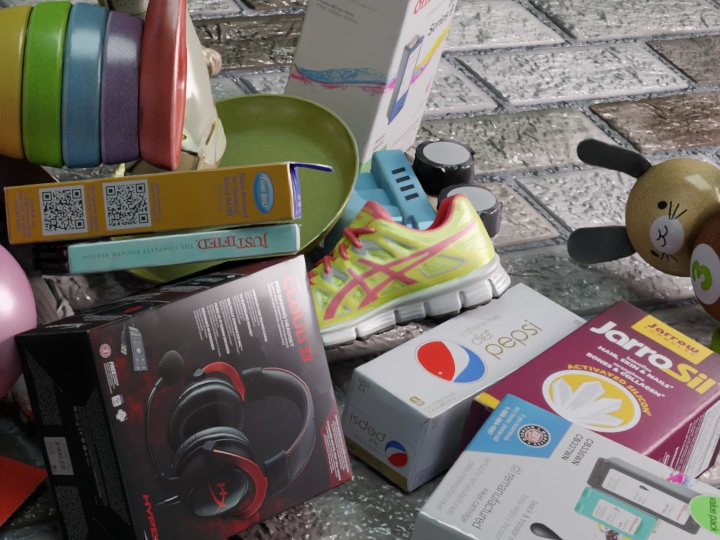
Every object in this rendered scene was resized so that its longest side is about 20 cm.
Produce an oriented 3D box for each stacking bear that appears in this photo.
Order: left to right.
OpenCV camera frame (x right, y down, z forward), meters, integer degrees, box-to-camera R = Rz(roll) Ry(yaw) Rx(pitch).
[{"bbox_3d":[-0.213,-0.123,1.358,0.199,0.122,0.114,3,57,-2],"label":"stacking bear"}]

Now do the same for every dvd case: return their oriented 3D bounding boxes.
[{"bbox_3d":[-0.131,-0.013,1.383,0.145,0.022,0.200,-6,3,-16],"label":"dvd case"}]

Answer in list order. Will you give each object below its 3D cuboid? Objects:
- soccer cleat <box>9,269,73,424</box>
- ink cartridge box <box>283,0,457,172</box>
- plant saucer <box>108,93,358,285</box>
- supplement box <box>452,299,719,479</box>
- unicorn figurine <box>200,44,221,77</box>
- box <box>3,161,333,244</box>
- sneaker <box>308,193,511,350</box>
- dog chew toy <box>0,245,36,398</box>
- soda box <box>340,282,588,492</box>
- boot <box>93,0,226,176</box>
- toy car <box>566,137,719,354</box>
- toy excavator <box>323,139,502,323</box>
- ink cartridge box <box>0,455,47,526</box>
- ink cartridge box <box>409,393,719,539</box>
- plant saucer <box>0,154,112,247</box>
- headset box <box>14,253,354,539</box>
[{"bbox_3d":[-0.202,0.048,1.368,0.200,0.086,0.068,32,36,27],"label":"soccer cleat"},{"bbox_3d":[0.007,-0.173,1.704,0.087,0.201,0.145,23,31,12],"label":"ink cartridge box"},{"bbox_3d":[-0.094,-0.051,1.561,0.199,0.031,0.201,-10,44,9],"label":"plant saucer"},{"bbox_3d":[0.160,0.108,1.431,0.110,0.086,0.200,30,34,24],"label":"supplement box"},{"bbox_3d":[-0.170,-0.140,1.672,0.137,0.074,0.200,-3,1,-31],"label":"unicorn figurine"},{"bbox_3d":[-0.116,-0.043,1.350,0.199,0.042,0.119,-3,2,1],"label":"box"},{"bbox_3d":[0.000,0.000,1.487,0.199,0.091,0.078,-17,7,-14],"label":"sneaker"},{"bbox_3d":[-0.272,-0.010,1.289,0.124,0.125,0.201,-7,60,-32],"label":"dog chew toy"},{"bbox_3d":[0.073,0.077,1.466,0.068,0.064,0.200,32,34,27],"label":"soda box"},{"bbox_3d":[-0.142,-0.124,1.480,0.072,0.155,0.200,-9,24,7],"label":"boot"},{"bbox_3d":[0.251,-0.032,1.640,0.199,0.165,0.158,18,29,23],"label":"toy car"},{"bbox_3d":[-0.013,-0.041,1.602,0.199,0.100,0.195,-4,34,-15],"label":"toy excavator"},{"bbox_3d":[-0.305,0.106,1.265,0.199,0.047,0.160,20,31,13],"label":"ink cartridge box"},{"bbox_3d":[0.130,0.198,1.214,0.199,0.147,0.147,24,32,13],"label":"ink cartridge box"},{"bbox_3d":[-0.261,-0.071,1.491,0.200,0.201,0.037,34,79,29],"label":"plant saucer"},{"bbox_3d":[-0.095,0.081,1.291,0.075,0.150,0.199,-5,10,44],"label":"headset box"}]
